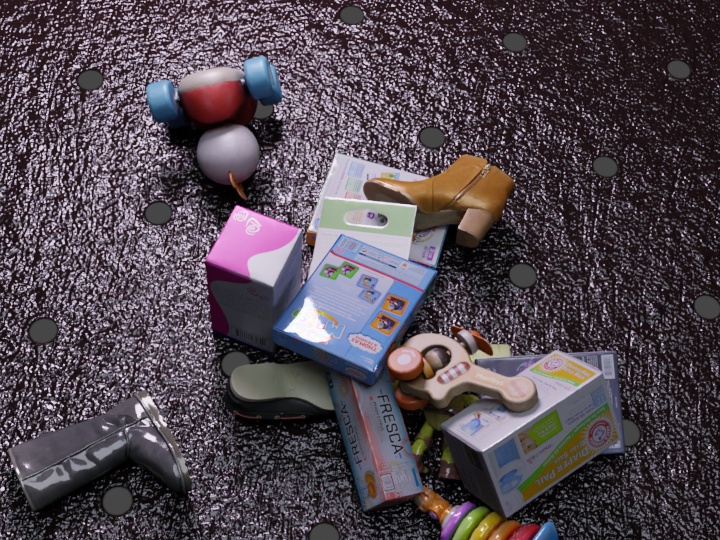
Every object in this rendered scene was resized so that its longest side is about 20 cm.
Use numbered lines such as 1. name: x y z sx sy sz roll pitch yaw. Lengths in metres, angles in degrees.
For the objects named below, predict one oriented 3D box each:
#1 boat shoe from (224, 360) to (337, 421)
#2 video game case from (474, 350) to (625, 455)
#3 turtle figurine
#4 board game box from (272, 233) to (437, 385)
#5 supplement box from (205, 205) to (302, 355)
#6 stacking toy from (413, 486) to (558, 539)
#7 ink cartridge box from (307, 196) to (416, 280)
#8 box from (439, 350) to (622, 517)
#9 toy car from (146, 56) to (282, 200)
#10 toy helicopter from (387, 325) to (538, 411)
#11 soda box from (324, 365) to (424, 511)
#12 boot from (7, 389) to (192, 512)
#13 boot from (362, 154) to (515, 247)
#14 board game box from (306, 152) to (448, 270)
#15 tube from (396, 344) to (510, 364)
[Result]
1. boat shoe: -0.087 0.168 1.625 0.201 0.063 0.074 4 55 -18
2. video game case: 0.262 0.188 1.634 0.200 0.019 0.143 -3 83 -5
3. turtle figurine: 0.121 0.197 1.587 0.200 0.064 0.161 10 83 7
4. board game box: -0.006 0.048 1.598 0.151 0.037 0.200 22 49 15
5. supplement box: -0.145 0.016 1.625 0.101 0.200 0.103 21 62 7
6. stacking toy: 0.147 0.341 1.532 0.200 0.116 0.110 31 60 25
7. ink cartridge box: 0.000 0.000 1.700 0.145 0.048 0.200 6 70 12
8. box: 0.224 0.208 1.534 0.200 0.113 0.101 -31 26 -18
9. toy car: -0.203 -0.201 1.795 0.184 0.177 0.200 -13 91 4
10. toy helicopter: 0.141 0.130 1.533 0.200 0.079 0.132 17 51 29
11. soda box: 0.017 0.214 1.574 0.064 0.068 0.200 -6 71 -32
12. boot: -0.341 0.260 1.551 0.200 0.073 0.182 -23 51 -23
13. boot: 0.119 -0.124 1.759 0.201 0.071 0.144 24 55 8
14. board game box: 0.035 -0.084 1.785 0.200 0.040 0.153 16 61 5
15. tube: 0.111 0.127 1.666 0.200 0.058 0.052 1 71 -2
